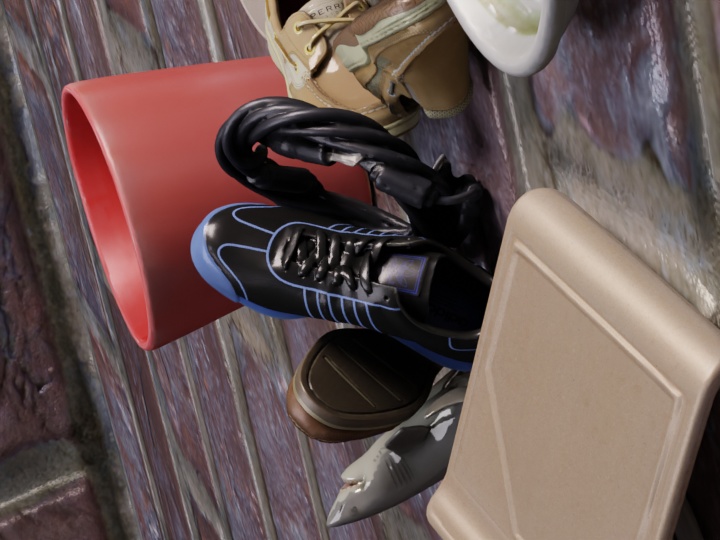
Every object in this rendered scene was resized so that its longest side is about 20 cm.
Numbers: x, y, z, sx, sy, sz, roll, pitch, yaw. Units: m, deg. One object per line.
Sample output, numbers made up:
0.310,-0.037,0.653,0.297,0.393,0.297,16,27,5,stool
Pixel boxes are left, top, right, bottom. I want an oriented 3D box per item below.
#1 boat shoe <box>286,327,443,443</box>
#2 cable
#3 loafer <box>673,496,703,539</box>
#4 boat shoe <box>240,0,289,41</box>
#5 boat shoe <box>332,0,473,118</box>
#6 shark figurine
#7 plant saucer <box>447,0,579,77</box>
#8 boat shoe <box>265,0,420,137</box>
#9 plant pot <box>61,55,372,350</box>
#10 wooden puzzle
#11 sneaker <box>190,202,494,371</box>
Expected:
0.003,0.074,1.525,0.072,0.200,0.068,45,117,10,boat shoe
-0.014,-0.046,1.504,0.200,0.163,0.051,128,161,-75,cable
0.116,0.086,1.314,0.072,0.063,0.200,95,154,-58,loafer
-0.069,-0.254,1.676,0.067,0.057,0.201,-19,93,57,boat shoe
0.038,-0.122,1.385,0.076,0.072,0.200,58,174,-2,boat shoe
0.074,0.106,1.546,0.090,0.128,0.214,47,147,-2,shark figurine
0.069,-0.193,1.173,0.200,0.050,0.201,163,90,-77,plant saucer
-0.021,-0.141,1.555,0.200,0.074,0.067,-129,21,-54,boat shoe
-0.098,-0.063,1.744,0.200,0.177,0.201,162,90,-77,plant pot
0.110,0.084,1.247,0.185,0.037,0.201,46,127,50,wooden puzzle
0.000,0.000,1.457,0.078,0.199,0.070,118,168,-69,sneaker
